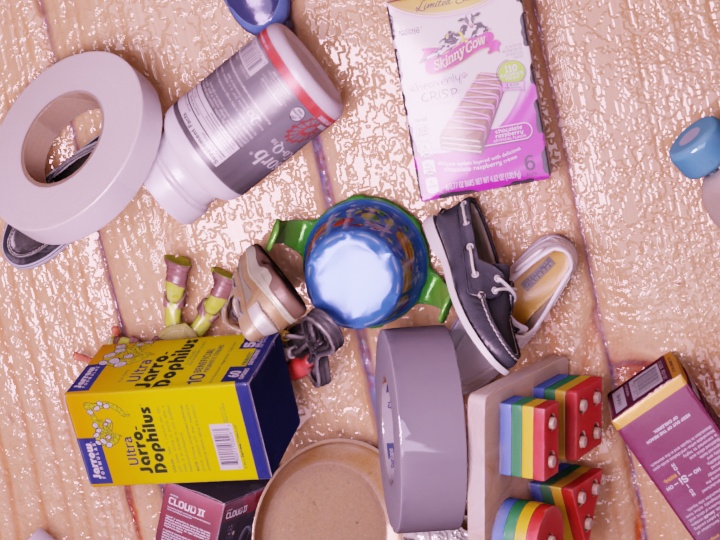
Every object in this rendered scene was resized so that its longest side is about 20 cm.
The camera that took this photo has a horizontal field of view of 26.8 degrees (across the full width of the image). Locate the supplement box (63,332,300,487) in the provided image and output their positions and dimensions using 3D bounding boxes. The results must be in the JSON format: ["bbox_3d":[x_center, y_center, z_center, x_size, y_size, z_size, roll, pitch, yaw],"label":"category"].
[{"bbox_3d":[-0.176,0.139,1.508,0.197,0.109,0.111,-5,114,17],"label":"supplement box"}]

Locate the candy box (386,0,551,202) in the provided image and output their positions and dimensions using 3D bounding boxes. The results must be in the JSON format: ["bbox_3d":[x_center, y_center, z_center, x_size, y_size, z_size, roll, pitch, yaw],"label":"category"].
[{"bbox_3d":[0.110,-0.181,1.509,0.135,0.061,0.203,-10,97,9],"label":"candy box"}]

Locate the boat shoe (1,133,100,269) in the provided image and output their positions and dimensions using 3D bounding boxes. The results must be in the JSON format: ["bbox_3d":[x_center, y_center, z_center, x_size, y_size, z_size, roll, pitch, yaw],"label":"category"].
[{"bbox_3d":[-0.309,-0.078,1.569,0.072,0.071,0.200,43,102,-1],"label":"boat shoe"}]

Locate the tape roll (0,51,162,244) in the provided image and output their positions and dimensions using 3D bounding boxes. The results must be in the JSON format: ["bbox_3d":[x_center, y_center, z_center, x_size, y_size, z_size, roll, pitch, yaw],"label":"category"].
[{"bbox_3d":[-0.289,-0.124,1.517,0.201,0.037,0.205,-14,60,26],"label":"tape roll"}]

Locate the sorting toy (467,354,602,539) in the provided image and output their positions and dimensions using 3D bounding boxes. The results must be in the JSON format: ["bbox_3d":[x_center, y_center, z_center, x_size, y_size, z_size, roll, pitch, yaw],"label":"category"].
[{"bbox_3d":[0.179,0.202,1.484,0.069,0.199,0.202,5,100,30],"label":"sorting toy"}]

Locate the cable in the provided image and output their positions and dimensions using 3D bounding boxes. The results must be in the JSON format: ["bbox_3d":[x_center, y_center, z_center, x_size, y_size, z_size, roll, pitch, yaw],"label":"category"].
[{"bbox_3d":[-0.055,0.084,1.515,0.050,0.200,0.098,-34,98,-13],"label":"cable"}]

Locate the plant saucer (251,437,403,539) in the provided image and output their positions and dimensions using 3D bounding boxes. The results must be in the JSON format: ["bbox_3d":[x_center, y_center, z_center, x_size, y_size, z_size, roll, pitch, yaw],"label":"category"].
[{"bbox_3d":[-0.030,0.275,1.569,0.198,0.035,0.203,2,86,-29],"label":"plant saucer"}]

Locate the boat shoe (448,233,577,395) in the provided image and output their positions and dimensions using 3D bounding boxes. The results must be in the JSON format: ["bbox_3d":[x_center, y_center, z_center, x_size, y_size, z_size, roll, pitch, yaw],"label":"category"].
[{"bbox_3d":[0.148,0.049,1.535,0.071,0.070,0.200,42,101,-1],"label":"boat shoe"}]

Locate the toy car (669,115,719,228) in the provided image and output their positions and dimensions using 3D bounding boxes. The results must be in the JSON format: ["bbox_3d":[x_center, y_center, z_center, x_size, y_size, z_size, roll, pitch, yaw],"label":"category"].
[{"bbox_3d":[0.439,-0.119,1.454,0.184,0.177,0.200,46,72,-15],"label":"toy car"}]

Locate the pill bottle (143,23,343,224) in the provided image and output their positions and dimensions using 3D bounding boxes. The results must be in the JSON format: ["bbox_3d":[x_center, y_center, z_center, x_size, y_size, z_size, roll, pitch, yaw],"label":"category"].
[{"bbox_3d":[-0.124,-0.144,1.515,0.199,0.116,0.116,-37,93,11],"label":"pill bottle"}]

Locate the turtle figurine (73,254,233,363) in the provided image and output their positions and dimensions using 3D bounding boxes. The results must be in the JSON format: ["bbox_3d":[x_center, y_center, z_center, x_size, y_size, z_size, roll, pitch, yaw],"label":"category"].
[{"bbox_3d":[-0.198,0.070,1.582,0.198,0.064,0.163,18,101,4],"label":"turtle figurine"}]

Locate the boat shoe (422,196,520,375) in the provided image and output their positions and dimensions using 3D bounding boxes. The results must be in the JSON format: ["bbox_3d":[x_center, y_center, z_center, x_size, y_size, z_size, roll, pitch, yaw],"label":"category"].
[{"bbox_3d":[0.119,0.010,1.487,0.060,0.076,0.201,-32,56,14],"label":"boat shoe"}]

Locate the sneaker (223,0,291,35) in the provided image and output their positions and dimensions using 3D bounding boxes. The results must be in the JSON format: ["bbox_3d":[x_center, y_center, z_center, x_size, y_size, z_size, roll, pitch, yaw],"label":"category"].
[{"bbox_3d":[-0.122,-0.331,1.503,0.073,0.082,0.202,-14,99,7],"label":"sneaker"}]

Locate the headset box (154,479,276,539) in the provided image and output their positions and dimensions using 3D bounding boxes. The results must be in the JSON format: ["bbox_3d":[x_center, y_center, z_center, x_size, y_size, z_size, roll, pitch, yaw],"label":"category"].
[{"bbox_3d":[-0.148,0.288,1.562,0.076,0.148,0.203,16,102,23],"label":"headset box"}]

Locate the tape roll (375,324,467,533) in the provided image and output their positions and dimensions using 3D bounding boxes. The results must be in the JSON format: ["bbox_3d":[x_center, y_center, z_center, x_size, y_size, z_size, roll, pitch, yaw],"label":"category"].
[{"bbox_3d":[0.057,0.156,1.492,0.065,0.200,0.203,-4,99,-5],"label":"tape roll"}]

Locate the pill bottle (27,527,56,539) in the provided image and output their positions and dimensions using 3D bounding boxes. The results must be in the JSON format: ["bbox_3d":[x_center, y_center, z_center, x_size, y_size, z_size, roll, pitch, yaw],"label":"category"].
[{"bbox_3d":[-0.299,0.374,1.618,0.200,0.112,0.112,42,101,-1],"label":"pill bottle"}]

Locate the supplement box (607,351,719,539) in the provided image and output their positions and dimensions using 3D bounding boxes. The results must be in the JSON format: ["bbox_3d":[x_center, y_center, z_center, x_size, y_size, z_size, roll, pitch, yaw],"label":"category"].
[{"bbox_3d":[0.338,0.195,1.515,0.085,0.110,0.201,-35,93,11],"label":"supplement box"}]

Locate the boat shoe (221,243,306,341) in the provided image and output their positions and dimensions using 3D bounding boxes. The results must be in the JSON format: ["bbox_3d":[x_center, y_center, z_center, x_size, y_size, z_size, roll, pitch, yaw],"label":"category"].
[{"bbox_3d":[-0.107,0.026,1.493,0.076,0.200,0.072,-41,100,0],"label":"boat shoe"}]

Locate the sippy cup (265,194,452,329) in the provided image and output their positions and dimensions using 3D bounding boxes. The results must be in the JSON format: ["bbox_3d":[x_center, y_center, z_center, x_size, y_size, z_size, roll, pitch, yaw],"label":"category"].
[{"bbox_3d":[0.000,0.000,1.515,0.176,0.130,0.141,-13,98,8],"label":"sippy cup"}]

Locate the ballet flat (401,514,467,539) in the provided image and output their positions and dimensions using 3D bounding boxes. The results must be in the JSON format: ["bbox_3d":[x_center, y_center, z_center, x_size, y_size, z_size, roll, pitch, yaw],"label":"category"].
[{"bbox_3d":[0.138,0.302,1.580,0.199,0.072,0.072,31,101,-5],"label":"ballet flat"}]
